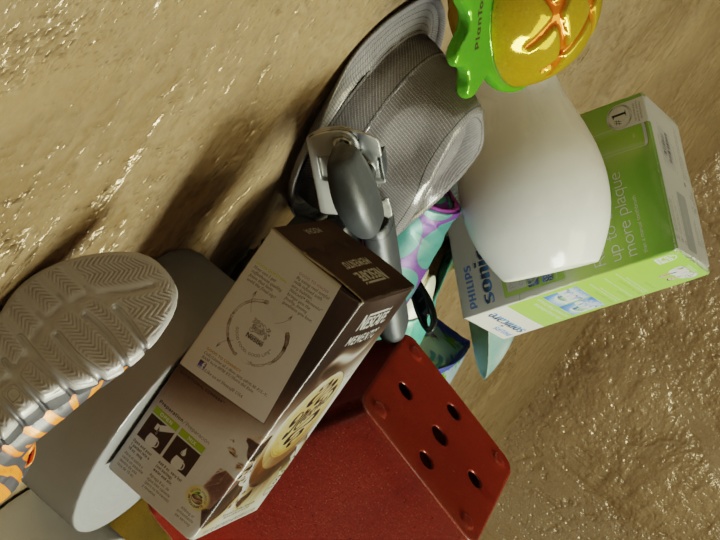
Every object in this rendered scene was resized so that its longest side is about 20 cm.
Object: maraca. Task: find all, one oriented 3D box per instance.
[{"bbox_3d":[0.109,-0.192,1.484,0.200,0.106,0.138,-29,125,-58],"label":"maraca"}]

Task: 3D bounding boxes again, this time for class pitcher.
[{"bbox_3d":[0.134,-0.095,1.698,0.121,0.201,0.172,-12,176,2],"label":"pitcher"}]

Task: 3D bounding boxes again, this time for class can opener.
[{"bbox_3d":[-0.003,-0.016,1.474,0.067,0.053,0.201,-73,160,-46],"label":"can opener"}]

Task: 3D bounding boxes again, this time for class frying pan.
[{"bbox_3d":[0.028,0.004,1.768,0.115,0.031,0.191,-41,-154,38],"label":"frying pan"}]

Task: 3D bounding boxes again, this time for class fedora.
[{"bbox_3d":[0.031,-0.094,1.527,0.177,0.090,0.200,-36,161,-51],"label":"fedora"}]

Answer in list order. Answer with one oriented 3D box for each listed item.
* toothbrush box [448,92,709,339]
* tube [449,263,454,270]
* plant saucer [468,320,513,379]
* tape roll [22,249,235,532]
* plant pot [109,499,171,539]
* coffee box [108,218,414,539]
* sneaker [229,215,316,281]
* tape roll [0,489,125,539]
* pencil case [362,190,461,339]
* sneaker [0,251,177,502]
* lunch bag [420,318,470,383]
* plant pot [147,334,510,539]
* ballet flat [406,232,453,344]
[{"bbox_3d":[0.180,-0.044,1.772,0.199,0.146,0.086,-19,157,26],"label":"toothbrush box"},{"bbox_3d":[0.024,0.008,1.910,0.052,0.058,0.200,-9,-168,39],"label":"tube"},{"bbox_3d":[0.123,0.000,1.953,0.038,0.202,0.201,-6,161,-2],"label":"plant saucer"},{"bbox_3d":[-0.152,0.083,1.429,0.200,0.066,0.200,-49,167,-15],"label":"tape roll"},{"bbox_3d":[-0.128,0.225,1.716,0.141,0.201,0.200,-24,167,0],"label":"plant pot"},{"bbox_3d":[-0.064,0.069,1.370,0.200,0.080,0.113,-55,167,15],"label":"coffee box"},{"bbox_3d":[-0.071,0.027,1.548,0.200,0.077,0.082,-42,-150,49],"label":"sneaker"},{"bbox_3d":[-0.261,0.254,1.518,0.203,0.071,0.203,-49,168,-14],"label":"tape roll"},{"bbox_3d":[0.000,0.000,1.694,0.200,0.092,0.085,-58,-171,27],"label":"pencil case"},{"bbox_3d":[-0.197,0.069,1.236,0.200,0.078,0.112,-35,167,-20],"label":"sneaker"},{"bbox_3d":[-0.002,0.126,1.965,0.170,0.127,0.200,-57,177,22],"label":"lunch bag"},{"bbox_3d":[-0.005,0.165,1.546,0.176,0.200,0.200,-35,-173,26],"label":"plant pot"},{"bbox_3d":[0.049,-0.007,1.838,0.070,0.067,0.201,115,-1,-61],"label":"ballet flat"}]
